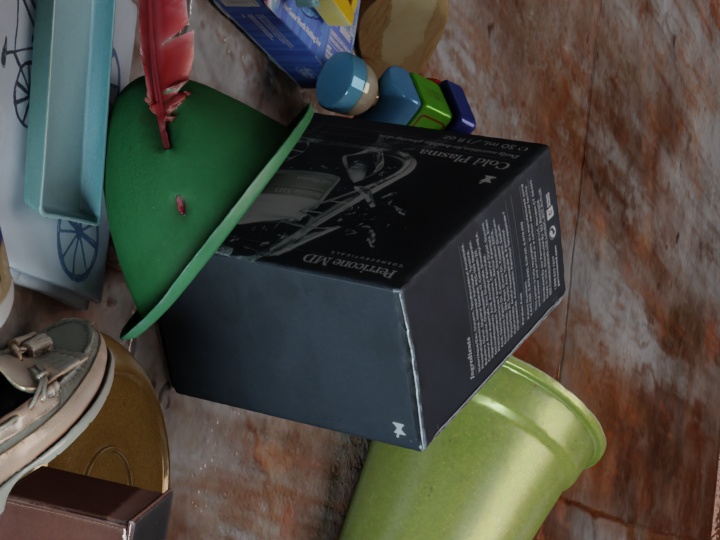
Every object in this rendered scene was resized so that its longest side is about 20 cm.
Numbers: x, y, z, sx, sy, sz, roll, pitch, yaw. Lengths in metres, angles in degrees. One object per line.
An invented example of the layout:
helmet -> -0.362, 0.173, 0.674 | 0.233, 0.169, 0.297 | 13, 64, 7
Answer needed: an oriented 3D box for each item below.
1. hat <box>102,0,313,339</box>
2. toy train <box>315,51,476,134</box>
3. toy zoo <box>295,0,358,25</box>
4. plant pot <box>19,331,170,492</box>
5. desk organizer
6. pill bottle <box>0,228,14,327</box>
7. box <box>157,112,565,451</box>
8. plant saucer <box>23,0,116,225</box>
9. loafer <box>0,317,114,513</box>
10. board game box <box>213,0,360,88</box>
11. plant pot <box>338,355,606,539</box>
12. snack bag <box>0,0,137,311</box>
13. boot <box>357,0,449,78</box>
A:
hat -> -0.139, -0.090, 1.106 | 0.176, 0.166, 0.200 | 40, 55, -8
toy train -> -0.017, -0.067, 1.412 | 0.115, 0.200, 0.085 | 22, 32, -32
toy zoo -> -0.017, -0.264, 1.337 | 0.131, 0.020, 0.201 | 61, 38, -56
plant pot -> -0.161, 0.136, 1.150 | 0.200, 0.027, 0.202 | 4, 90, -68
desk organizer -> -0.161, 0.213, 1.040 | 0.072, 0.076, 0.202 | -34, 134, -76
pill bottle -> -0.225, -0.062, 0.827 | 0.120, 0.119, 0.201 | -53, 142, -54
box -> 0.000, 0.000, 1.256 | 0.197, 0.199, 0.125 | -44, 134, -44
plant saucer -> -0.159, -0.128, 1.067 | 0.070, 0.019, 0.202 | 10, 82, -69
loafer -> -0.193, 0.075, 1.007 | 0.200, 0.071, 0.063 | -54, 134, -49
board game box -> -0.044, -0.256, 1.358 | 0.200, 0.043, 0.201 | 39, 57, -65
plant pot -> 0.074, 0.182, 1.571 | 0.185, 0.199, 0.201 | -63, 150, -24
snack bag -> -0.183, -0.085, 1.064 | 0.200, 0.021, 0.190 | 28, 67, -67
boot -> 0.035, -0.267, 1.535 | 0.145, 0.070, 0.202 | -91, -174, -46
